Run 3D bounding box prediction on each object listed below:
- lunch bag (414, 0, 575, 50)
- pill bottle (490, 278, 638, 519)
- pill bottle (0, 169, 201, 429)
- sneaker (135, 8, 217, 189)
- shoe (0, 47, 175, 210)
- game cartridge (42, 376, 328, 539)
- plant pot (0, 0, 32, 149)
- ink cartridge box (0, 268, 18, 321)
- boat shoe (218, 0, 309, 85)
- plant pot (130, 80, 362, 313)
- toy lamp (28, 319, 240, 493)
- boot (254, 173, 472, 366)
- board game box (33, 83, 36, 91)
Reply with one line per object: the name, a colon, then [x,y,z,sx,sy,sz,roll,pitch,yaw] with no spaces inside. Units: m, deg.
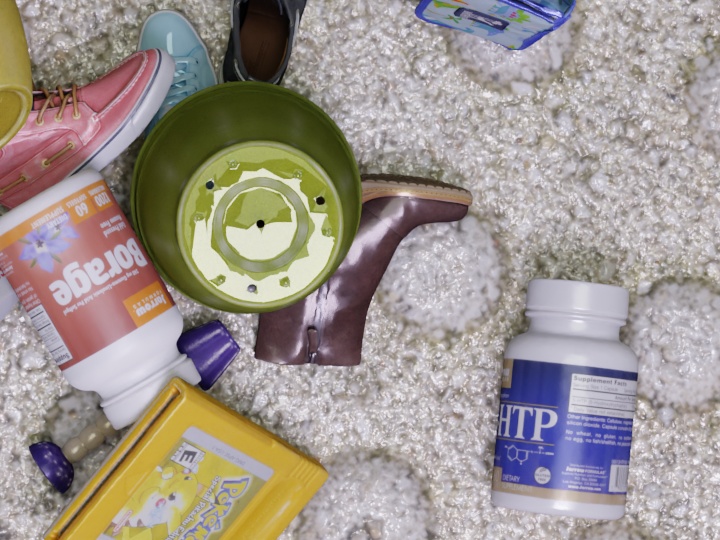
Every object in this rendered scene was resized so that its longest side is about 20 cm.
lunch bag: [0.097,-0.279,1.648,0.127,0.170,0.200,-43,93,-6]
pill bottle: [0.181,0.112,1.662,0.119,0.120,0.201,6,86,-5]
pill bottle: [-0.218,0.026,1.582,0.112,0.112,0.200,-31,94,-6]
sneaker: [-0.156,-0.135,1.660,0.074,0.082,0.201,-9,88,-7]
shoe: [-0.253,-0.130,1.621,0.200,0.072,0.091,-44,124,15]
game cartridge: [-0.142,0.198,1.600,0.176,0.032,0.200,-50,133,4]
plant pot: [-0.348,-0.164,1.542,0.200,0.200,0.142,-37,73,-6]
ink cartridge box: [-0.385,-0.022,1.594,0.200,0.147,0.083,45,116,-3]
boat shoe: [-0.077,-0.246,1.679,0.072,0.068,0.201,12,78,-7]
plant pot: [-0.088,-0.048,1.537,0.199,0.193,0.201,-1,99,-6]
toy lamp: [-0.194,0.114,1.659,0.200,0.058,0.058,-35,91,-4]
boot: [0.000,0.000,1.688,0.199,0.072,0.167,-1,99,-7]
board game box: [-0.347,-0.195,1.674,0.095,0.030,0.201,-17,86,-6]
